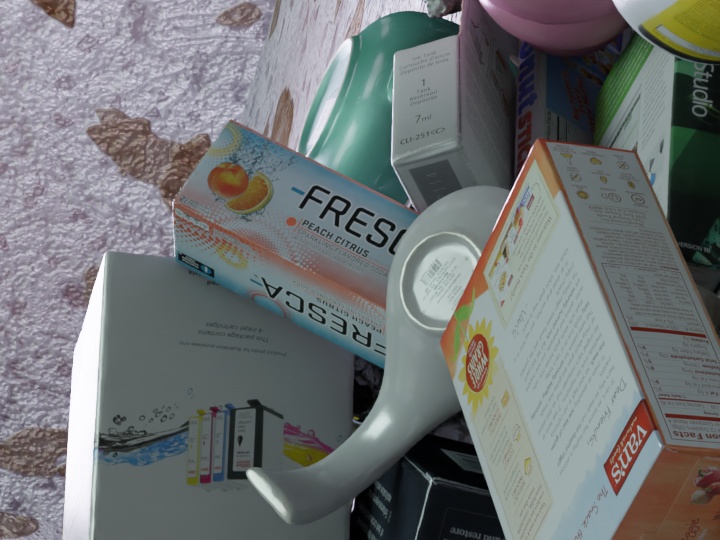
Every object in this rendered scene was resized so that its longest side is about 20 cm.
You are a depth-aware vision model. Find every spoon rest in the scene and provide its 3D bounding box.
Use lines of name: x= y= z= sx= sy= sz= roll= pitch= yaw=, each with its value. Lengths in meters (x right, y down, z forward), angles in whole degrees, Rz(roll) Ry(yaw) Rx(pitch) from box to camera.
spoon rest: x=0.027 y=0.045 z=1.444 sx=0.200 sy=0.061 sz=0.099 roll=-50 pitch=60 yaw=12

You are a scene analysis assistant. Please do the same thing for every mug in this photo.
mug: x=0.035 y=-0.095 z=1.767 sx=0.152 sy=0.114 sz=0.185 roll=-81 pitch=17 yaw=-51

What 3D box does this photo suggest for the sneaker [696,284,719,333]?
sneaker: x=0.113 y=0.074 z=1.411 sx=0.200 sy=0.071 sz=0.080 roll=132 pitch=152 yaw=-60

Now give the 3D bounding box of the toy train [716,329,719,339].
toy train: x=0.150 y=0.102 z=1.298 sx=0.046 sy=0.034 sz=0.200 roll=-72 pitch=-1 yaw=-61

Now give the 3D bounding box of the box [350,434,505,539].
box: x=0.051 y=0.200 z=1.509 sx=0.197 sy=0.117 sz=0.200 roll=-144 pitch=68 yaw=-80

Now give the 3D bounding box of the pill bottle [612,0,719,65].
pill bottle: x=0.177 y=-0.158 z=1.224 sx=0.200 sy=0.112 sz=0.112 roll=150 pitch=132 yaw=-78

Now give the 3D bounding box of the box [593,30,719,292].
box: x=0.154 y=-0.048 z=1.481 sx=0.144 sy=0.036 sz=0.200 roll=116 pitch=163 yaw=-56

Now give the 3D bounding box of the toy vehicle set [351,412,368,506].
toy vehicle set: x=0.018 y=0.130 z=1.797 sx=0.027 sy=0.124 sz=0.200 roll=-95 pitch=19 yaw=-63

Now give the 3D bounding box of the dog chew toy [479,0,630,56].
dog chew toy: x=0.109 y=-0.175 z=1.531 sx=0.200 sy=0.124 sz=0.125 roll=72 pitch=-153 yaw=-72

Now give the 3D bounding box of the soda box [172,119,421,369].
soda box: x=0.000 y=0.000 z=1.523 sx=0.064 sy=0.200 sz=0.068 roll=-56 pitch=-14 yaw=-27

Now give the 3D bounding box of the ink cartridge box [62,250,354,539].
ink cartridge box: x=-0.087 y=0.114 z=1.590 sx=0.147 sy=0.145 sz=0.200 roll=119 pitch=155 yaw=-63

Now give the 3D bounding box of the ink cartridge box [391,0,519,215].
ink cartridge box: x=0.075 y=-0.055 z=1.609 sx=0.176 sy=0.045 sz=0.200 roll=-86 pitch=-25 yaw=-46

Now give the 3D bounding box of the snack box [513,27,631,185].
snack box: x=0.122 y=-0.094 z=1.620 sx=0.024 sy=0.072 sz=0.200 roll=-39 pitch=32 yaw=36

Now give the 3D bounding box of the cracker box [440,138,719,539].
cracker box: x=0.104 y=0.056 z=1.284 sx=0.200 sy=0.058 sz=0.134 roll=-107 pitch=32 yaw=-45

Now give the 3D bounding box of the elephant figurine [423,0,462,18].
elephant figurine: x=0.115 y=-0.256 z=1.730 sx=0.200 sy=0.141 sz=0.155 roll=-44 pitch=58 yaw=24

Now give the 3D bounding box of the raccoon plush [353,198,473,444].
raccoon plush: x=0.066 y=0.041 z=1.665 sx=0.097 sy=0.134 sz=0.200 roll=-85 pitch=19 yaw=-77
